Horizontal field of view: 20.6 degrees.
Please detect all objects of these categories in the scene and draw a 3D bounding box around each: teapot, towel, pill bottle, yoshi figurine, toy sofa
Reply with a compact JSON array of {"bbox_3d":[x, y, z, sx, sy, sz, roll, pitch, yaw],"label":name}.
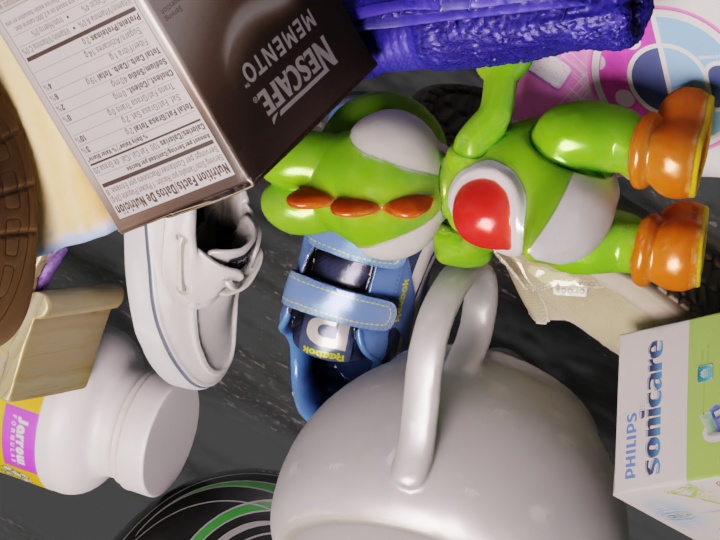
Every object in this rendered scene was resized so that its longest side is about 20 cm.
[{"bbox_3d":[0.055,0.102,1.014,0.197,0.147,0.200,33,150,-20],"label":"teapot"},{"bbox_3d":[0.032,-0.158,0.850,0.198,0.149,0.049,-2,163,30],"label":"towel"},{"bbox_3d":[-0.201,0.072,1.195,0.198,0.104,0.105,16,132,18],"label":"pill bottle"},{"bbox_3d":[0.057,-0.046,0.882,0.198,0.114,0.112,4,164,12],"label":"yoshi figurine"},{"bbox_3d":[-0.236,-0.010,1.118,0.199,0.083,0.098,23,100,22],"label":"toy sofa"}]

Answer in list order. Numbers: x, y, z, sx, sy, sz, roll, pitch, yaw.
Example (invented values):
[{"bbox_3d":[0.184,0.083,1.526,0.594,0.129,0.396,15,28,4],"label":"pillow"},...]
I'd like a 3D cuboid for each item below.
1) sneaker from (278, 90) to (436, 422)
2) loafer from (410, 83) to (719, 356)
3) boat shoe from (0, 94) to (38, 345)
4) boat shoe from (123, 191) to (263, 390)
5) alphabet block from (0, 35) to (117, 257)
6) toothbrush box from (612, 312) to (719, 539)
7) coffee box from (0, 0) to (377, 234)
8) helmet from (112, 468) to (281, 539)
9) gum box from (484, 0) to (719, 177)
[{"bbox_3d":[0.000,0.000,1.036,0.073,0.082,0.201,19,132,18],"label":"sneaker"},{"bbox_3d":[0.096,-0.013,0.974,0.199,0.076,0.068,37,129,-3],"label":"loafer"},{"bbox_3d":[-0.187,-0.062,0.803,0.062,0.073,0.202,-14,90,41],"label":"boat shoe"},{"bbox_3d":[-0.087,-0.013,1.081,0.065,0.074,0.201,13,132,26],"label":"boat shoe"},{"bbox_3d":[-0.165,-0.115,0.924,0.195,0.195,0.202,-17,100,34],"label":"alphabet block"},{"bbox_3d":[0.238,0.073,0.916,0.199,0.087,0.145,-14,149,38],"label":"toothbrush box"},{"bbox_3d":[-0.092,-0.133,0.792,0.079,0.113,0.201,-18,110,37],"label":"coffee box"},{"bbox_3d":[-0.060,0.213,1.170,0.200,0.190,0.201,49,158,28],"label":"helmet"},{"bbox_3d":[0.143,-0.106,0.876,0.198,0.066,0.114,1,127,30],"label":"gum box"}]
